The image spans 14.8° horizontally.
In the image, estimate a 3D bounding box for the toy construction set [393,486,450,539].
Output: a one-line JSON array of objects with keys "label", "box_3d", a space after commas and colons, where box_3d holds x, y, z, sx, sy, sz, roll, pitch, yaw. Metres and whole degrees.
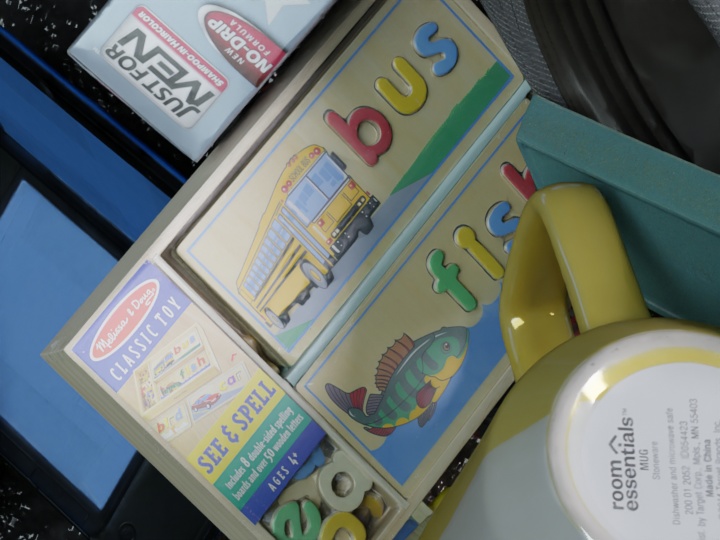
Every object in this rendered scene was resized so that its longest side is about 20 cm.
[{"label": "toy construction set", "box_3d": [0.080, 0.150, 0.995, 0.200, 0.131, 0.092, 28, 75, 17]}]

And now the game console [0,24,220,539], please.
[{"label": "game console", "box_3d": [-0.125, 0.002, 1.058, 0.200, 0.118, 0.171, 39, 106, 28]}]

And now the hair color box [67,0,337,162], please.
[{"label": "hair color box", "box_3d": [-0.008, -0.137, 0.943, 0.061, 0.099, 0.200, 40, 103, -4]}]

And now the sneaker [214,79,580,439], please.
[{"label": "sneaker", "box_3d": [0.018, 0.003, 1.026, 0.200, 0.098, 0.071, 46, 106, 13]}]

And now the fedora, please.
[{"label": "fedora", "box_3d": [0.125, -0.076, 0.901, 0.090, 0.177, 0.200, -33, 77, -16]}]

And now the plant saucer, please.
[{"label": "plant saucer", "box_3d": [0.110, -0.003, 0.882, 0.019, 0.200, 0.070, -34, 118, -15]}]

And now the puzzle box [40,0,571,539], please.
[{"label": "puzzle box", "box_3d": [0.000, 0.000, 0.956, 0.133, 0.025, 0.200, 44, 68, -15]}]

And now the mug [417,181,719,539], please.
[{"label": "mug", "box_3d": [0.076, 0.079, 0.869, 0.149, 0.153, 0.187, -39, 70, -23]}]
